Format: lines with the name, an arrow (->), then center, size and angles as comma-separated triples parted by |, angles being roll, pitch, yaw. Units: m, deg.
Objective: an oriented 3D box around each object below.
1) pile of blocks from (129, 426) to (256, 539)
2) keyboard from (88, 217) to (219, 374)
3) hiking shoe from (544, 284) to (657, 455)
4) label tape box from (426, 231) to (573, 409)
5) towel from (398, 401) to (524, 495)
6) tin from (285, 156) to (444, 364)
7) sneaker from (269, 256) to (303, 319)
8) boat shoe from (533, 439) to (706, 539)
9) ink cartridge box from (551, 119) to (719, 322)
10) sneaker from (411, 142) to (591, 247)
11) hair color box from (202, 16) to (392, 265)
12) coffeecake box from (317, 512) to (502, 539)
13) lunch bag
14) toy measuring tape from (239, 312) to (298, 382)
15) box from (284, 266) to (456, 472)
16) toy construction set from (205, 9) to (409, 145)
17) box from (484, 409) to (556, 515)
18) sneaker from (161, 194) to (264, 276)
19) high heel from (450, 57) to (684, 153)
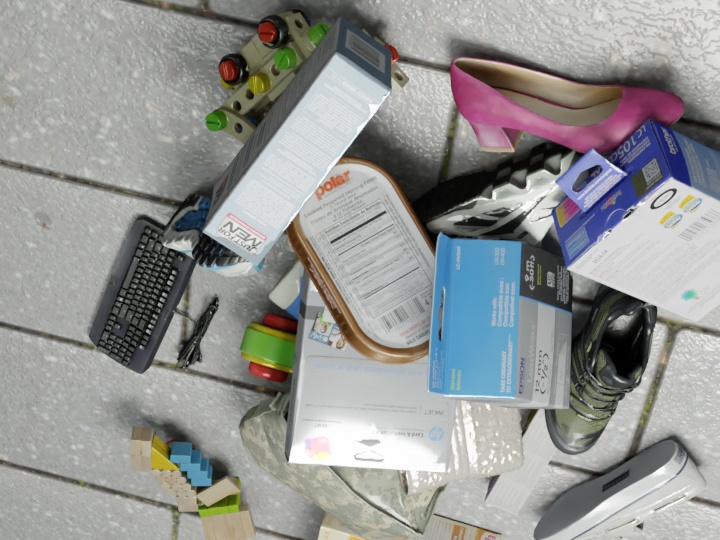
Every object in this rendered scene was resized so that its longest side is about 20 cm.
pile of blocks -> -0.187, 0.230, 1.706 | 0.082, 0.062, 0.200 | -28, 122, 18
keyboard -> -0.212, 0.041, 1.596 | 0.127, 0.021, 0.200 | 26, 129, -3
hiking shoe -> 0.227, 0.096, 1.430 | 0.076, 0.101, 0.200 | 19, 109, 1
label tape box -> 0.131, 0.049, 1.358 | 0.066, 0.200, 0.143 | 0, 81, 26
towel -> 0.093, 0.114, 1.471 | 0.132, 0.034, 0.200 | -10, 100, -16
tin -> 0.011, -0.011, 1.354 | 0.200, 0.112, 0.042 | 59, 162, 4
sneaker -> 0.000, -0.001, 1.465 | 0.111, 0.077, 0.200 | 37, 131, -5
boat shoe -> 0.274, 0.251, 1.580 | 0.200, 0.072, 0.066 | -38, 104, 25
ink cartridge box -> 0.265, -0.046, 1.313 | 0.200, 0.076, 0.136 | 19, 133, -32
sneaker -> 0.127, -0.049, 1.397 | 0.200, 0.074, 0.089 | -18, 117, 27
hair color box -> -0.054, -0.111, 1.285 | 0.061, 0.099, 0.200 | 34, 113, -14
coffeecake box -> 0.045, 0.349, 1.712 | 0.200, 0.073, 0.154 | 16, 127, 4
lunch bag -> -0.021, 0.186, 1.553 | 0.200, 0.118, 0.164 | 34, 159, -11
toy measuring tape -> -0.071, 0.084, 1.505 | 0.074, 0.074, 0.200 | 55, 162, -23
box -> 0.016, 0.086, 1.408 | 0.156, 0.041, 0.200 | 4, 98, -9
toy construction set -> -0.059, -0.159, 1.359 | 0.200, 0.092, 0.131 | -35, 85, 25
box -> 0.186, 0.177, 1.567 | 0.041, 0.039, 0.200 | 23, 128, 1
sneaker -> -0.122, -0.026, 1.446 | 0.087, 0.200, 0.075 | 33, 86, -23
high heel -> 0.178, -0.156, 1.310 | 0.200, 0.067, 0.096 | 1, 137, 31
